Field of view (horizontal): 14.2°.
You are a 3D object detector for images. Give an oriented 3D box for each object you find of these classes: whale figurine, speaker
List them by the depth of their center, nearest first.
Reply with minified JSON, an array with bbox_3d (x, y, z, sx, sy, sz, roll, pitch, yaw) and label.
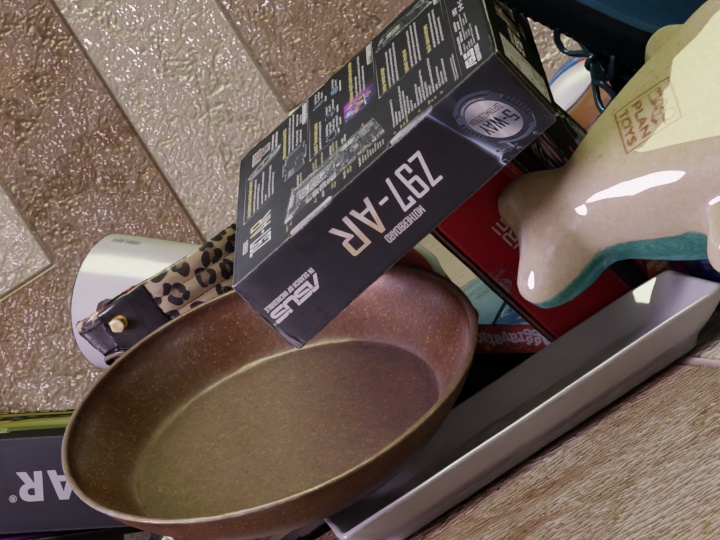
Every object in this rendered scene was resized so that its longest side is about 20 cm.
[{"bbox_3d":[0.161,-0.044,1.295,0.200,0.104,0.159,-31,41,16],"label":"whale figurine"},{"bbox_3d":[-0.062,0.028,1.635,0.199,0.081,0.081,8,28,33],"label":"speaker"}]

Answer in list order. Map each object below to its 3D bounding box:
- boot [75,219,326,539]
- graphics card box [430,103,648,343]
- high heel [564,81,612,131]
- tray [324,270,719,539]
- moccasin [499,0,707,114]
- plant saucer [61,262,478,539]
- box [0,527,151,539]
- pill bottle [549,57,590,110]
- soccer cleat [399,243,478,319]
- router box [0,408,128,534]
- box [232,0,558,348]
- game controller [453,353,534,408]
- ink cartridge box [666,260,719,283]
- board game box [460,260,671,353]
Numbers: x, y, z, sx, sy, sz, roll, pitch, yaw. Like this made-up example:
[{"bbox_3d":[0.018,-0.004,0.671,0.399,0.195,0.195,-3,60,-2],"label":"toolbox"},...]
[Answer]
[{"bbox_3d":[-0.091,0.084,1.427,0.200,0.151,0.073,-34,4,-5],"label":"boot"},{"bbox_3d":[0.083,-0.039,1.442,0.051,0.125,0.200,-45,13,16],"label":"graphics card box"},{"bbox_3d":[0.120,-0.100,1.558,0.199,0.143,0.071,-20,37,-9],"label":"high heel"},{"bbox_3d":[0.072,0.064,1.293,0.200,0.022,0.107,-33,6,-4],"label":"tray"},{"bbox_3d":[0.143,-0.103,1.390,0.068,0.199,0.081,-55,25,35],"label":"moccasin"},{"bbox_3d":[-0.037,0.065,1.318,0.200,0.037,0.201,-17,27,9],"label":"plant saucer"},{"bbox_3d":[-0.202,0.158,1.571,0.143,0.036,0.200,-5,-1,-41],"label":"box"},{"bbox_3d":[0.159,-0.080,1.764,0.112,0.112,0.200,-32,4,9],"label":"pill bottle"},{"bbox_3d":[0.000,0.000,1.525,0.068,0.073,0.200,-67,20,6],"label":"soccer cleat"},{"bbox_3d":[-0.129,0.104,1.560,0.199,0.052,0.157,-3,3,-3],"label":"router box"},{"bbox_3d":[0.012,-0.061,1.354,0.160,0.044,0.200,-42,15,11],"label":"box"},{"bbox_3d":[0.061,0.050,1.553,0.104,0.042,0.200,-10,18,40],"label":"game controller"},{"bbox_3d":[0.214,-0.041,1.394,0.200,0.042,0.119,-35,4,-4],"label":"ink cartridge box"},{"bbox_3d":[0.125,-0.006,1.548,0.103,0.020,0.200,-4,22,45],"label":"board game box"}]
